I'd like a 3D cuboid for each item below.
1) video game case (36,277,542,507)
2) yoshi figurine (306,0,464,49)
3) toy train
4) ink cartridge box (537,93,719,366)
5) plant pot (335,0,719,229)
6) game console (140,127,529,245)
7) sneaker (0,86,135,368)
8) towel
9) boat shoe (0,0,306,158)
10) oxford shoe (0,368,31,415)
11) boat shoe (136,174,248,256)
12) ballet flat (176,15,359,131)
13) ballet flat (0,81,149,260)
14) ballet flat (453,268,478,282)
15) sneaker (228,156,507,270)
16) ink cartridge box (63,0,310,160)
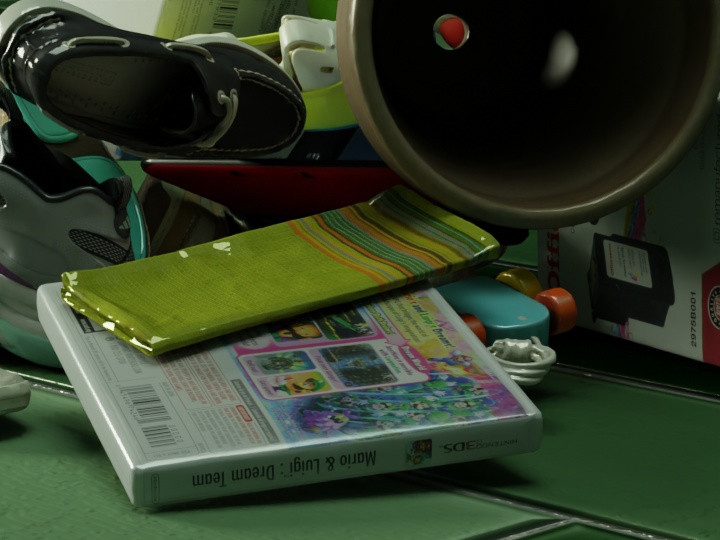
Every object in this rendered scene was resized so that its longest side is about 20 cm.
[{"bbox_3d":[-0.038,0.043,1.182,0.182,0.024,0.200,-7,24,-17],"label":"video game case"},{"bbox_3d":[0.041,-0.181,1.572,0.200,0.112,0.112,-30,20,20],"label":"yoshi figurine"},{"bbox_3d":[0.004,0.039,1.287,0.200,0.056,0.150,8,25,14],"label":"toy train"},{"bbox_3d":[0.183,-0.032,1.413,0.083,0.146,0.200,-8,12,-31],"label":"ink cartridge box"},{"bbox_3d":[0.070,-0.124,1.366,0.200,0.200,0.175,-2,3,-15],"label":"plant pot"},{"bbox_3d":[0.006,-0.079,1.530,0.200,0.119,0.172,3,48,36],"label":"game console"},{"bbox_3d":[-0.203,-0.028,1.378,0.200,0.140,0.078,5,11,20],"label":"sneaker"},{"bbox_3d":[-0.036,-0.002,1.234,0.200,0.018,0.086,-15,26,-33],"label":"towel"},{"bbox_3d":[-0.103,-0.093,1.391,0.200,0.074,0.060,19,17,-40],"label":"boat shoe"},{"bbox_3d":[-0.232,0.036,1.257,0.075,0.058,0.200,-5,13,-42],"label":"oxford shoe"},{"bbox_3d":[-0.108,-0.027,1.639,0.076,0.072,0.200,25,12,-7],"label":"boat shoe"},{"bbox_3d":[-0.055,-0.114,1.508,0.200,0.067,0.067,-9,50,4],"label":"ballet flat"},{"bbox_3d":[-0.178,-0.054,1.536,0.068,0.200,0.067,-7,-29,-30],"label":"ballet flat"},{"bbox_3d":[0.000,0.000,1.445,0.200,0.067,0.068,-8,14,-42],"label":"ballet flat"},{"bbox_3d":[0.003,-0.027,1.653,0.200,0.070,0.082,11,-4,40],"label":"sneaker"},{"bbox_3d":[-0.102,-0.149,1.650,0.084,0.145,0.200,25,14,29],"label":"ink cartridge box"}]
